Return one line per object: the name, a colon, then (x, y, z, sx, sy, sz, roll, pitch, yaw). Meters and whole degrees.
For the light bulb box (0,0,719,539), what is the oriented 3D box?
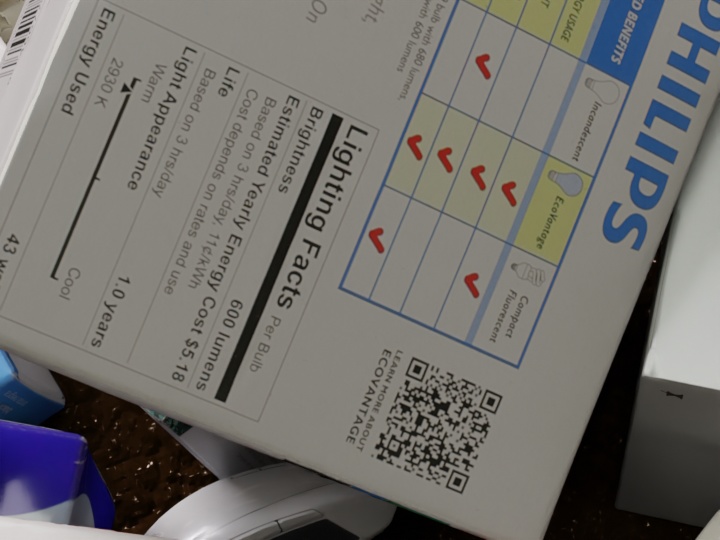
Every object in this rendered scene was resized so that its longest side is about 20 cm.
light bulb box: (-0.013, -0.041, 0.582, 0.199, 0.125, 0.200, 24, 86, -18)

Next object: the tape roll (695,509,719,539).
tape roll: (0.200, 0.164, 0.625, 0.201, 0.139, 0.204, -4, 68, 11)

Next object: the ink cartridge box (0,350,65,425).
ink cartridge box: (-0.254, 0.048, 0.786, 0.199, 0.086, 0.147, -34, 77, -3)

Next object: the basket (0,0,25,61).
basket: (-0.082, -0.058, 0.741, 0.123, 0.200, 0.136, -34, 67, -9)

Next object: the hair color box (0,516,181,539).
hair color box: (-0.049, 0.145, 0.556, 0.198, 0.064, 0.112, 6, 69, 8)

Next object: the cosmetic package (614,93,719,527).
cosmetic package: (0.134, 0.000, 0.666, 0.051, 0.200, 0.152, 13, 73, 10)

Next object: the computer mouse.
computer mouse: (-0.020, 0.086, 0.696, 0.199, 0.110, 0.044, -30, 99, -21)

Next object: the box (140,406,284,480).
box: (0.000, 0.000, 0.726, 0.036, 0.144, 0.200, 39, 82, 22)

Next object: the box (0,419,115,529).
box: (-0.200, 0.151, 0.649, 0.182, 0.105, 0.202, 9, 68, 3)
